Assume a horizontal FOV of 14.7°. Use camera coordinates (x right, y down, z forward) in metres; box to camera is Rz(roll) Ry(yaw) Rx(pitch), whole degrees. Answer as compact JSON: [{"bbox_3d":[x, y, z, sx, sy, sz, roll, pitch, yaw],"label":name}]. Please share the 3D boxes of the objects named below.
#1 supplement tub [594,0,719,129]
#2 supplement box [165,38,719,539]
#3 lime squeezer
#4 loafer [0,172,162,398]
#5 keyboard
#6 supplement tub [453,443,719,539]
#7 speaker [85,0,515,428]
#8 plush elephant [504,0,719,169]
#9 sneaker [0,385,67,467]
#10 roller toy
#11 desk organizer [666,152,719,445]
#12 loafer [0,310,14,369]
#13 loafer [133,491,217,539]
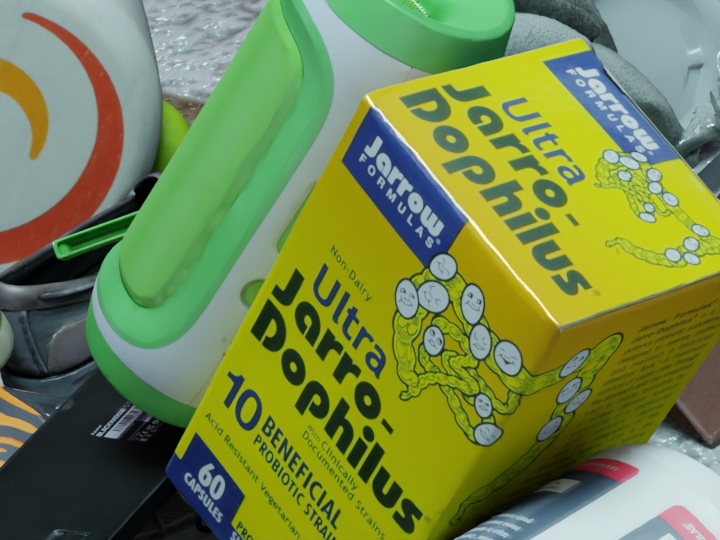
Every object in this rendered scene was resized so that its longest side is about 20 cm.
[{"bbox_3d":[0.096,-0.135,1.356,0.122,0.123,0.200,-18,31,-5],"label":"supplement tub"},{"bbox_3d":[0.032,0.034,0.968,0.109,0.200,0.109,-17,58,-41],"label":"supplement box"},{"bbox_3d":[-0.042,-0.052,1.262,0.199,0.071,0.038,-25,66,10],"label":"lime squeezer"},{"bbox_3d":[-0.094,-0.014,1.303,0.072,0.063,0.200,16,43,40],"label":"loafer"},{"bbox_3d":[-0.074,0.072,1.089,0.104,0.040,0.200,5,34,30],"label":"keyboard"},{"bbox_3d":[0.047,0.158,0.896,0.200,0.141,0.140,-29,34,-21],"label":"supplement tub"},{"bbox_3d":[-0.025,-0.035,1.004,0.088,0.200,0.089,23,34,-17],"label":"speaker"},{"bbox_3d":[0.061,-0.070,1.135,0.199,0.165,0.155,-14,26,-16],"label":"plush elephant"},{"bbox_3d":[-0.174,0.106,1.108,0.112,0.078,0.200,19,27,5],"label":"sneaker"},{"bbox_3d":[-0.192,-0.099,1.360,0.182,0.200,0.140,-21,30,2],"label":"roller toy"},{"bbox_3d":[0.181,-0.018,1.174,0.200,0.077,0.072,-41,6,-13],"label":"desk organizer"},{"bbox_3d":[-0.237,0.046,1.177,0.075,0.069,0.200,12,35,42],"label":"loafer"},{"bbox_3d":[-0.027,0.071,1.150,0.072,0.063,0.200,26,55,40],"label":"loafer"}]
